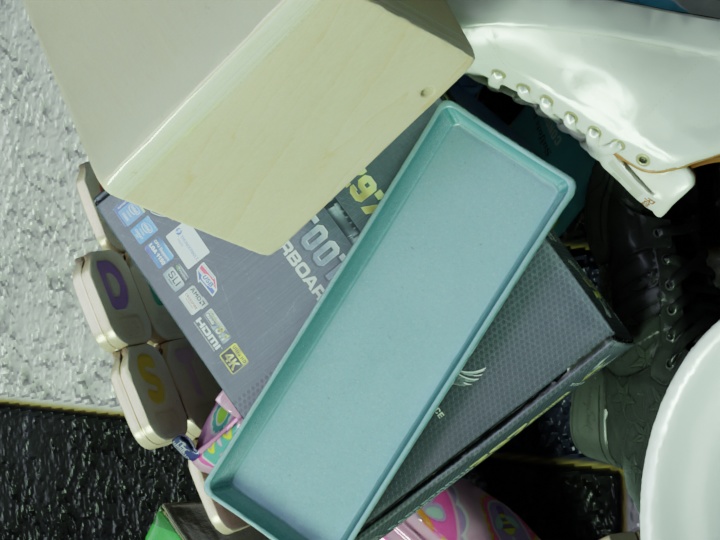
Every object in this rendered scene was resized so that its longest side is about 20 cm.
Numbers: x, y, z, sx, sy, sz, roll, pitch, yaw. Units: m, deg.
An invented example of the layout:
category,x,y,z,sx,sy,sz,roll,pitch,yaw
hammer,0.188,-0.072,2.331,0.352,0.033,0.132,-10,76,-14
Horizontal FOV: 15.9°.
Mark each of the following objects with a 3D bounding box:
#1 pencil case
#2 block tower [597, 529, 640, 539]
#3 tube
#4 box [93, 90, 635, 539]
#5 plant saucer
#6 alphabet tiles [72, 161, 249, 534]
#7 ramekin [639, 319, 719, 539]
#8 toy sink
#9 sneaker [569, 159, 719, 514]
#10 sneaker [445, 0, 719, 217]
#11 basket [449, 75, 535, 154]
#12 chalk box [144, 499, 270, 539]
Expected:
category,x,y,z,sx,sy,sz,roll,pitch,yaw
pencil case,0.012,0.117,1.215,0.200,0.087,0.087,42,131,-2
block tower,0.145,0.217,1.151,0.058,0.054,0.200,-34,67,46
tube,0.104,-0.070,1.196,0.200,0.050,0.078,-53,32,42
box,0.000,0.000,1.138,0.158,0.051,0.200,-38,78,11
plant saucer,0.013,0.030,1.098,0.070,0.019,0.200,34,96,14
alphabet tiles,-0.078,0.033,1.299,0.015,0.200,0.196,-25,83,23
ramekin,0.216,0.103,1.026,0.200,0.098,0.201,5,96,50
toy sink,-0.059,-0.129,1.079,0.130,0.112,0.200,-43,52,22
sneaker,0.148,0.035,1.138,0.104,0.060,0.200,22,112,46
sneaker,0.103,-0.070,1.087,0.073,0.200,0.085,22,-103,-87
basket,-0.006,-0.042,1.252,0.200,0.139,0.177,45,128,27
chalk box,-0.028,0.224,1.305,0.200,0.124,0.124,52,129,36
